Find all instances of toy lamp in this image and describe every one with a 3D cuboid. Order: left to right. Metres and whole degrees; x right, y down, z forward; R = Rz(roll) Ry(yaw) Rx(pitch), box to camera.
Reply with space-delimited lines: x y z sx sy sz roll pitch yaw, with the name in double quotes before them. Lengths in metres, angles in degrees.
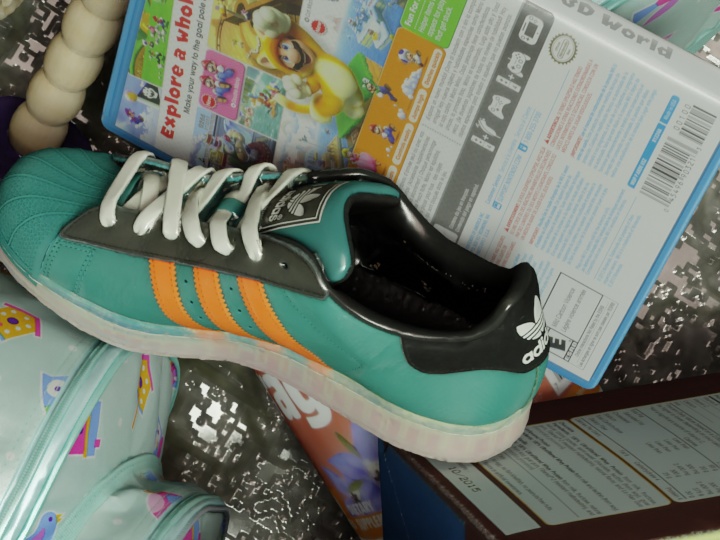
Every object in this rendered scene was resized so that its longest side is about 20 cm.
"toy lamp" -0.102 -0.081 0.811 0.058 0.058 0.200 30 129 -8

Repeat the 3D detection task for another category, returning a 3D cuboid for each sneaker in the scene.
"sneaker" -0.029 -0.008 0.738 0.199 0.080 0.072 20 48 8

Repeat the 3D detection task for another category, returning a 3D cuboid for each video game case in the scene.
"video game case" 0.015 -0.054 0.732 0.199 0.143 0.018 28 48 5

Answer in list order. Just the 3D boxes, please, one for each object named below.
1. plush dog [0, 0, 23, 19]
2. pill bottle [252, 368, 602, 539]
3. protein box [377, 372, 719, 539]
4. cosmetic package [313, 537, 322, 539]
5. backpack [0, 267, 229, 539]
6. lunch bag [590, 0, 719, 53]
"plush dog" -0.184 -0.160 0.805 0.160 0.200 0.172 -42 86 28
"pill bottle" 0.000 0.000 0.852 0.112 0.112 0.201 -33 96 -6
"protein box" 0.124 0.152 0.777 0.199 0.135 0.200 -8 107 -17
"cosmetic package" -0.016 0.221 0.872 0.112 0.081 0.201 29 86 -11
"backpack" -0.132 0.102 0.794 0.153 0.176 0.201 16 88 9
"lunch bag" 0.108 -0.122 0.794 0.200 0.161 0.077 -37 77 -16
